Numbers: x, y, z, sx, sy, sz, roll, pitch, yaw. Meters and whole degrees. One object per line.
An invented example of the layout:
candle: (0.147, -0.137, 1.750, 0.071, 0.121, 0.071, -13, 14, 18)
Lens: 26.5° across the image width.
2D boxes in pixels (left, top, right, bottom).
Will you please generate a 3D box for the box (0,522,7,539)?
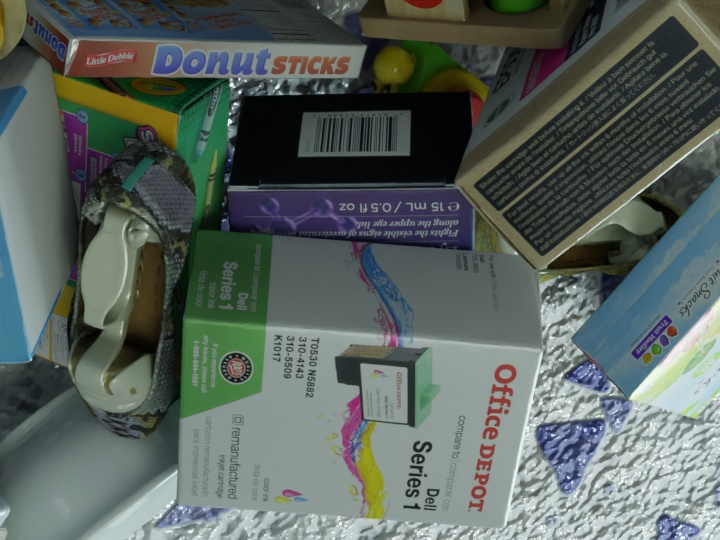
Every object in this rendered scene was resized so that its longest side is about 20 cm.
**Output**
box: (-0.287, 0.194, 0.975, 0.036, 0.145, 0.202, 14, 114, -33)

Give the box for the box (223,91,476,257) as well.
box: (0.000, 0.000, 0.950, 0.146, 0.105, 0.202, -2, 127, 4)

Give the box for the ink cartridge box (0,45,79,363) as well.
ink cartridge box: (-0.264, -0.034, 0.807, 0.197, 0.129, 0.127, -2, 119, 4)

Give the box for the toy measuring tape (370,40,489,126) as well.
toy measuring tape: (0.068, -0.086, 1.008, 0.074, 0.074, 0.199, -47, 136, 10)

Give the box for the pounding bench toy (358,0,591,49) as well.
pounding bench toy: (0.100, -0.207, 0.837, 0.125, 0.198, 0.157, -57, 145, -41)

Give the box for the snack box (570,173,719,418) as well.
snack box: (0.258, 0.021, 1.120, 0.169, 0.068, 0.199, -49, 156, 12)

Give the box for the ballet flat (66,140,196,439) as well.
ballet flat: (-0.137, 0.026, 0.849, 0.071, 0.072, 0.202, -4, 126, -23)

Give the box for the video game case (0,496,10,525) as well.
video game case: (-0.319, 0.142, 0.906, 0.183, 0.200, 0.022, -54, 161, 16)

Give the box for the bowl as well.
bowl: (-0.180, 0.133, 0.994, 0.200, 0.091, 0.201, -39, 175, -4)

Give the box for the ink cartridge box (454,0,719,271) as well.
ink cartridge box: (0.146, -0.116, 0.868, 0.075, 0.201, 0.164, 43, 121, -13)

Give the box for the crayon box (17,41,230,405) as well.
crayon box: (-0.145, -0.030, 0.904, 0.058, 0.117, 0.202, -44, 148, -52)

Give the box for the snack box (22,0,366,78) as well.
snack box: (-0.093, -0.133, 0.863, 0.198, 0.072, 0.025, -6, 125, -40)

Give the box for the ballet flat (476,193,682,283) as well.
ballet flat: (0.146, -0.027, 1.079, 0.197, 0.071, 0.071, -2, 123, -27)

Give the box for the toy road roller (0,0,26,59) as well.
toy road roller: (-0.279, -0.158, 0.765, 0.146, 0.124, 0.199, -40, 130, 24)

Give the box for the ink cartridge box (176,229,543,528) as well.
ink cartridge box: (-0.002, 0.064, 0.879, 0.197, 0.084, 0.146, 5, 127, -3)
